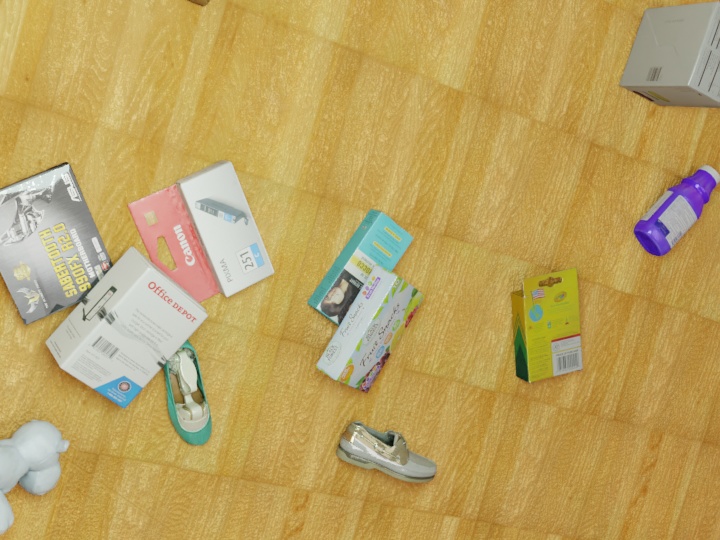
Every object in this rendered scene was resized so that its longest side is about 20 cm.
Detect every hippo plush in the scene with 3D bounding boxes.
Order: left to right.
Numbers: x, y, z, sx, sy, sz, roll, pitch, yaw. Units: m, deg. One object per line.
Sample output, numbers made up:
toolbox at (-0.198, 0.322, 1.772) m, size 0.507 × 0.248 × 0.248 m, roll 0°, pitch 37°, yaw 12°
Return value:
hippo plush at (-0.541, 0.282, 1.522) m, size 0.160 × 0.158 × 0.202 m, roll -28°, pitch 128°, yaw -48°

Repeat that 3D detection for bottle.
bottle at (0.624, -0.122, 1.967) m, size 0.200 × 0.065 × 0.084 m, roll -46°, pitch 114°, yaw -10°

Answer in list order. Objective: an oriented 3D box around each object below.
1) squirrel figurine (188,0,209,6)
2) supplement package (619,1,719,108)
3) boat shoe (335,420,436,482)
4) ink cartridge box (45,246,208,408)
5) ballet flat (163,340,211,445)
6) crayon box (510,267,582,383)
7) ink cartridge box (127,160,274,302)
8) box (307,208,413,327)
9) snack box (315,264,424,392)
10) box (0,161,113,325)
squirrel figurine at (-0.263, -0.492, 1.456) m, size 0.198 × 0.186 × 0.143 m, roll 21°, pitch 91°, yaw -24°
supplement package at (0.596, -0.390, 1.834) m, size 0.110 × 0.200 × 0.158 m, roll 18°, pitch 92°, yaw -24°
boat shoe at (0.057, 0.325, 1.798) m, size 0.198 × 0.075 × 0.069 m, roll 19°, pitch 97°, yaw -24°
ink cartridge box at (-0.357, 0.088, 1.544) m, size 0.200 × 0.084 × 0.146 m, roll -48°, pitch 133°, yaw -4°
ballet flat at (-0.282, 0.202, 1.634) m, size 0.067 × 0.070 × 0.203 m, roll -17°, pitch 106°, yaw -20°
crayon box at (0.353, 0.099, 1.898) m, size 0.125 × 0.051 × 0.203 m, roll -10°, pitch 104°, yaw -21°
ink cartridge box at (-0.254, -0.050, 1.617) m, size 0.175 × 0.045 × 0.202 m, roll -27°, pitch 108°, yaw -18°
box at (0.000, 0.000, 1.730) m, size 0.082 × 0.049 × 0.201 m, roll 36°, pitch 84°, yaw -24°
snack box at (0.019, 0.102, 1.712) m, size 0.201 × 0.053 × 0.142 m, roll -60°, pitch 151°, yaw -1°
box at (-0.476, -0.042, 1.520) m, size 0.157 × 0.048 × 0.202 m, roll -25°, pitch 108°, yaw -18°
